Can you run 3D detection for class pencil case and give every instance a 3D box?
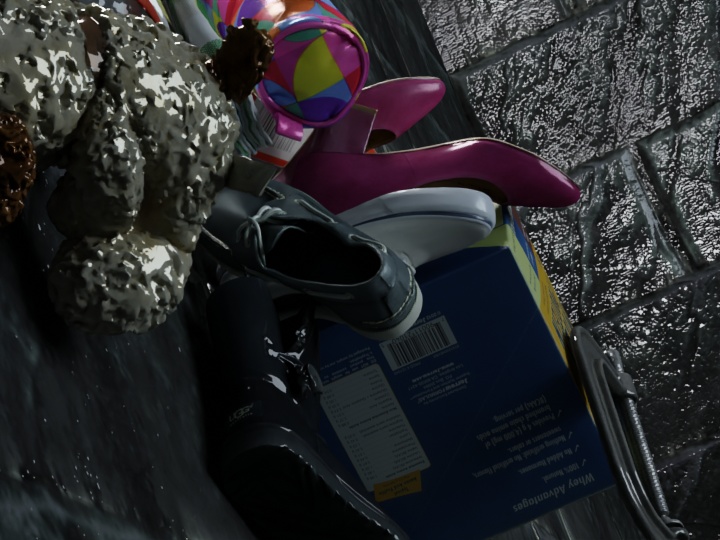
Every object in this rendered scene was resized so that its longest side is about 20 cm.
[{"bbox_3d":[-0.058,-0.167,1.539,0.089,0.088,0.200,59,0,-30],"label":"pencil case"}]

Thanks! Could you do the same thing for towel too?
[{"bbox_3d":[-0.119,-0.186,1.492,0.149,0.031,0.201,78,-13,-67],"label":"towel"}]

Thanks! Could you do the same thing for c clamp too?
[{"bbox_3d":[0.195,0.124,1.553,0.171,0.027,0.201,54,18,-45],"label":"c clamp"}]

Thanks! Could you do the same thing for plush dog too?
[{"bbox_3d":[-0.151,-0.089,1.115,0.171,0.160,0.201,19,39,-40],"label":"plush dog"}]

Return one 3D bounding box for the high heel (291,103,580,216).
[{"bbox_3d":[0.052,-0.049,1.527,0.067,0.199,0.097,103,2,-76],"label":"high heel"}]

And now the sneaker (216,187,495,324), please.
[{"bbox_3d":[0.000,0.000,1.489,0.073,0.199,0.071,48,29,-61],"label":"sneaker"}]

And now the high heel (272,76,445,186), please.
[{"bbox_3d":[-0.015,-0.066,1.567,0.096,0.199,0.067,62,-12,15],"label":"high heel"}]

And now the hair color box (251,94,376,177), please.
[{"bbox_3d":[-0.028,-0.062,1.720,0.110,0.064,0.200,19,-17,32],"label":"hair color box"}]

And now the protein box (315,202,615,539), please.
[{"bbox_3d":[0.060,0.081,1.588,0.201,0.198,0.135,62,11,-19],"label":"protein box"}]

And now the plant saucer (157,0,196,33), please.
[{"bbox_3d":[-0.134,-0.219,1.664,0.200,0.031,0.201,41,28,-28],"label":"plant saucer"}]

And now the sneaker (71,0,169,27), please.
[{"bbox_3d":[-0.186,-0.164,1.329,0.200,0.077,0.082,58,39,-33],"label":"sneaker"}]

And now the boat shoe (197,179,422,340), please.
[{"bbox_3d":[-0.046,-0.023,1.433,0.199,0.073,0.062,30,-14,30],"label":"boat shoe"}]

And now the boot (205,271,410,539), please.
[{"bbox_3d":[-0.029,0.113,1.394,0.200,0.076,0.169,51,20,-35],"label":"boot"}]
